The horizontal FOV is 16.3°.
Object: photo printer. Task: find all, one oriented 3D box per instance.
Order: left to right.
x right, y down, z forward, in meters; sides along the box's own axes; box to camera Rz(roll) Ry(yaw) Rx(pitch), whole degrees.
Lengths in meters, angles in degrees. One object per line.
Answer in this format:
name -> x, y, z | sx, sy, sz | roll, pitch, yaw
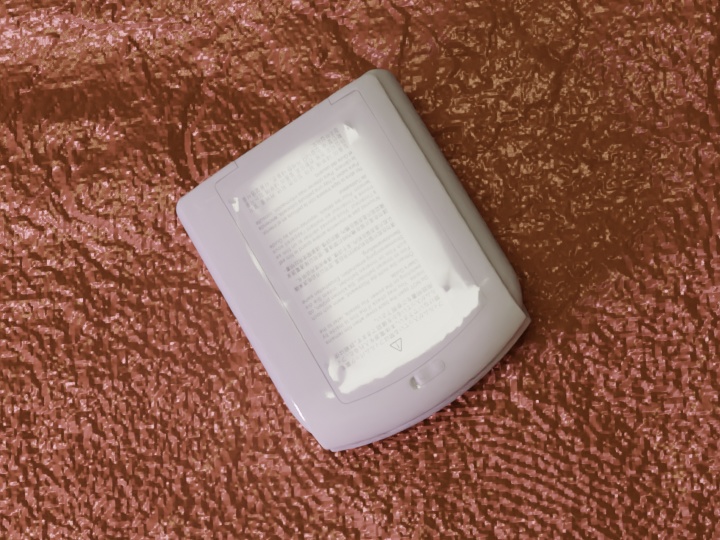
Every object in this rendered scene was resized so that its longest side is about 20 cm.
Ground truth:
photo printer -> 0.000, 0.000, 1.558 | 0.166, 0.069, 0.201 | -34, 73, 7
